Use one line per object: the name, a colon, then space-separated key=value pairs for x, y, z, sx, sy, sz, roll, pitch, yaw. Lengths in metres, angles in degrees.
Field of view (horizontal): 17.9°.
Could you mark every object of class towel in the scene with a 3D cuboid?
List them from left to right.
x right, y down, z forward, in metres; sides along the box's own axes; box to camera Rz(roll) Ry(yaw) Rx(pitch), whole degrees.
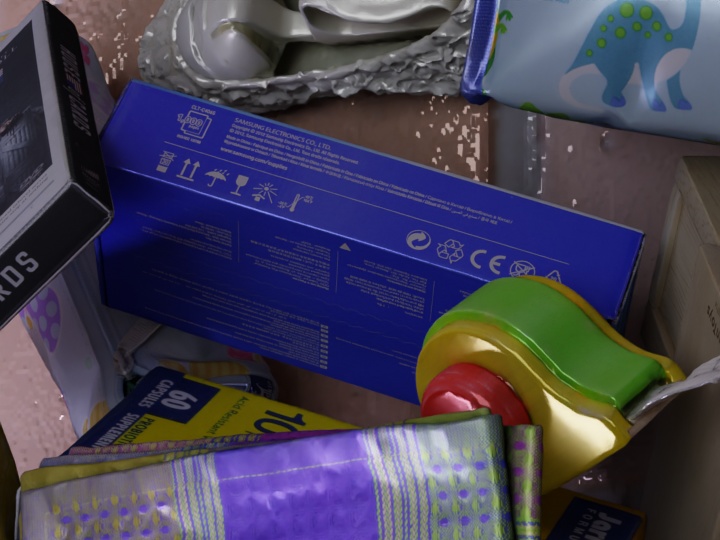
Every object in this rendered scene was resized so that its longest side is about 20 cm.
towel: x=-0.033 y=0.119 z=0.696 sx=0.199 sy=0.023 sz=0.145 roll=-8 pitch=74 yaw=36

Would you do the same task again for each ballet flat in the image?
ballet flat: x=-0.019 y=-0.106 z=0.931 sx=0.199 sy=0.072 sz=0.072 roll=-3 pitch=79 yaw=30

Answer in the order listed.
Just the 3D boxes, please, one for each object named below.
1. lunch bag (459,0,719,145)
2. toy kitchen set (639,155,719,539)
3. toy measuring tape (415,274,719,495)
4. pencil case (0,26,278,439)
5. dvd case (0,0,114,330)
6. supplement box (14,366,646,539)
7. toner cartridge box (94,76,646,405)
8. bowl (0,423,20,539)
lunch bag: x=0.137 y=-0.141 z=0.774 sx=0.169 sy=0.127 sz=0.202 roll=11 pitch=94 yaw=19
toy kitchen set: x=0.196 y=0.085 z=0.781 sx=0.201 sy=0.179 sz=0.164 roll=-103 pitch=17 yaw=-53
toy measuring tape: x=0.071 y=0.022 z=0.729 sx=0.200 sy=0.073 sz=0.074 roll=-41 pitch=58 yaw=52
pencil case: x=-0.112 y=-0.007 z=0.949 sx=0.083 sy=0.091 sz=0.201 roll=-38 pitch=64 yaw=18
dvd case: x=-0.155 y=-0.013 z=0.839 sx=0.150 sy=0.025 sz=0.200 roll=-44 pitch=25 yaw=9
supplement box: x=-0.013 y=0.127 z=0.812 sx=0.199 sy=0.109 sz=0.110 roll=16 pitch=116 yaw=16
toner cartridge box: x=0.000 y=0.000 z=0.842 sx=0.199 sy=0.095 sz=0.043 roll=18 pitch=57 yaw=9
bowl: x=-0.189 y=0.136 z=0.822 sx=0.199 sy=0.200 sz=0.108 roll=-30 pitch=107 yaw=21
